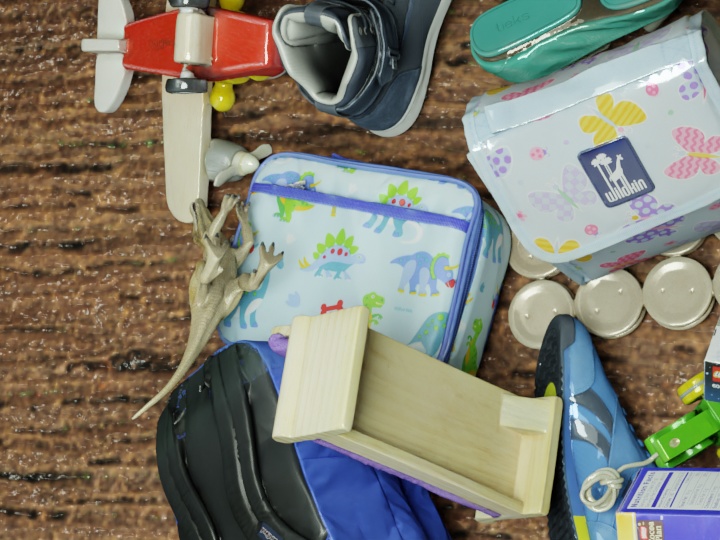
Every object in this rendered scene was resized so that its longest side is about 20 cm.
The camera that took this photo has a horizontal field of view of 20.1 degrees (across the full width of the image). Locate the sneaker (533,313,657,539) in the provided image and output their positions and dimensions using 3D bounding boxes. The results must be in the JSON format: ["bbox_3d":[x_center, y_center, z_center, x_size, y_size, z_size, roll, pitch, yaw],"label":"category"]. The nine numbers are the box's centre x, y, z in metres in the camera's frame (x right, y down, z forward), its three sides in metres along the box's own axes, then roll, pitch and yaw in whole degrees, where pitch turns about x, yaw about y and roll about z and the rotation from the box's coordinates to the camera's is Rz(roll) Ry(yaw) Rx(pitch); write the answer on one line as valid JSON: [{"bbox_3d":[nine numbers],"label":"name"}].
[{"bbox_3d":[0.164,0.127,1.368,0.078,0.066,0.202,-1,67,-12],"label":"sneaker"}]

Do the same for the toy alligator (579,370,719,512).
[{"bbox_3d":[0.229,0.102,1.335,0.199,0.054,0.060,-31,77,-3],"label":"toy alligator"}]

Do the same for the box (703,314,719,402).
[{"bbox_3d":[0.329,0.040,1.284,0.198,0.038,0.137,10,47,19],"label":"box"}]

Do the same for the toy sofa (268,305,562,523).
[{"bbox_3d":[0.030,0.097,1.307,0.097,0.199,0.084,-13,60,45],"label":"toy sofa"}]

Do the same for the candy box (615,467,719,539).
[{"bbox_3d":[0.265,0.214,1.250,0.198,0.077,0.171,-1,106,24],"label":"candy box"}]

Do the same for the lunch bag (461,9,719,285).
[{"bbox_3d":[0.174,-0.079,1.320,0.168,0.200,0.128,-20,67,18],"label":"lunch bag"}]

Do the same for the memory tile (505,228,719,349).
[{"bbox_3d":[0.196,-0.029,1.419,0.198,0.017,0.155,-9,72,21],"label":"memory tile"}]

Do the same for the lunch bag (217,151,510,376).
[{"bbox_3d":[0.000,0.000,1.454,0.198,0.082,0.162,13,80,28],"label":"lunch bag"}]

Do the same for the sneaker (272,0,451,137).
[{"bbox_3d":[0.006,-0.205,1.456,0.076,0.146,0.204,8,90,29],"label":"sneaker"}]

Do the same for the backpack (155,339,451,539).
[{"bbox_3d":[-0.043,0.152,1.372,0.162,0.167,0.201,-40,64,33],"label":"backpack"}]

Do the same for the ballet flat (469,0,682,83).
[{"bbox_3d":[0.174,-0.189,1.441,0.199,0.070,0.068,-23,61,24],"label":"ballet flat"}]

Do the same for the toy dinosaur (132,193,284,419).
[{"bbox_3d":[-0.101,0.015,1.411,0.101,0.058,0.201,-54,19,41],"label":"toy dinosaur"}]

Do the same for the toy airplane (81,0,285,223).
[{"bbox_3d":[-0.119,-0.167,1.540,0.201,0.140,0.200,-59,44,39],"label":"toy airplane"}]
